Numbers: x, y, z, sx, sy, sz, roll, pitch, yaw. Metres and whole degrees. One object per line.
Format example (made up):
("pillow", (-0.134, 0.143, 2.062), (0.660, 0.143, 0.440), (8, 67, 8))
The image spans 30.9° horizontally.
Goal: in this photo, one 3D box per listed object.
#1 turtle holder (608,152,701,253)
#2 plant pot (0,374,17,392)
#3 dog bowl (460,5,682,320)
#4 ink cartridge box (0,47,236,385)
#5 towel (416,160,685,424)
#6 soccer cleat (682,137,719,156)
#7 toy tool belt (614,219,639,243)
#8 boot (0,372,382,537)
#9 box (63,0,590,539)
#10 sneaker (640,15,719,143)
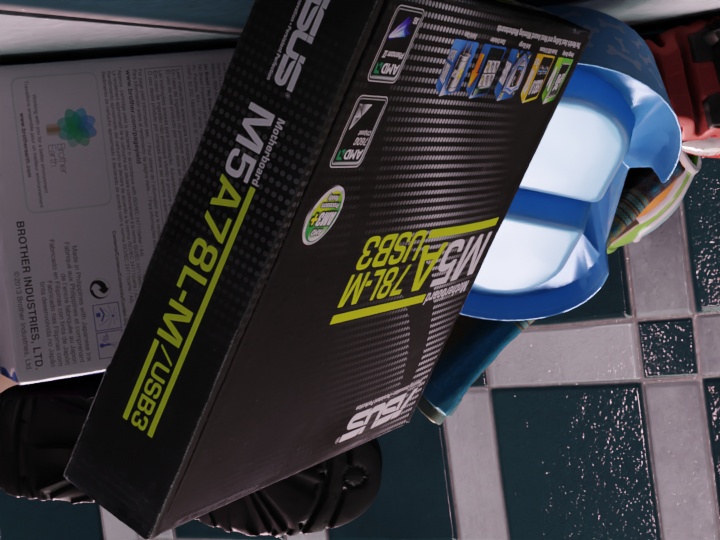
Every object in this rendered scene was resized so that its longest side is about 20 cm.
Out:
("turtle holder", (0.233, -0.092, 1.155), (0.132, 0.141, 0.185), (-25, 165, 26))
("plant pot", (-0.246, 0.007, 0.776), (0.173, 0.200, 0.200), (-20, -173, -24))
("dog bowl", (0.083, -0.049, 0.641), (0.111, 0.050, 0.200), (11, 144, -5))
("ink cartridge box", (-0.071, -0.030, 0.599), (0.200, 0.137, 0.076), (-8, -175, -20))
("towel", (0.105, 0.008, 0.783), (0.200, 0.022, 0.147), (-45, -176, 2))
("soccer cleat", (0.286, -0.117, 0.796), (0.200, 0.069, 0.085), (-11, 173, 8))
("toy tool belt", (0.099, -0.069, 0.898), (0.200, 0.123, 0.125), (-8, 178, -21))
("boot", (-0.090, 0.065, 0.662), (0.198, 0.074, 0.162), (5, -166, -3))
("box", (-0.001, -0.014, 0.478), (0.047, 0.193, 0.200), (29, -164, 22))
("sneaker", (0.133, -0.095, 0.722), (0.200, 0.071, 0.098), (-10, 180, -15))
